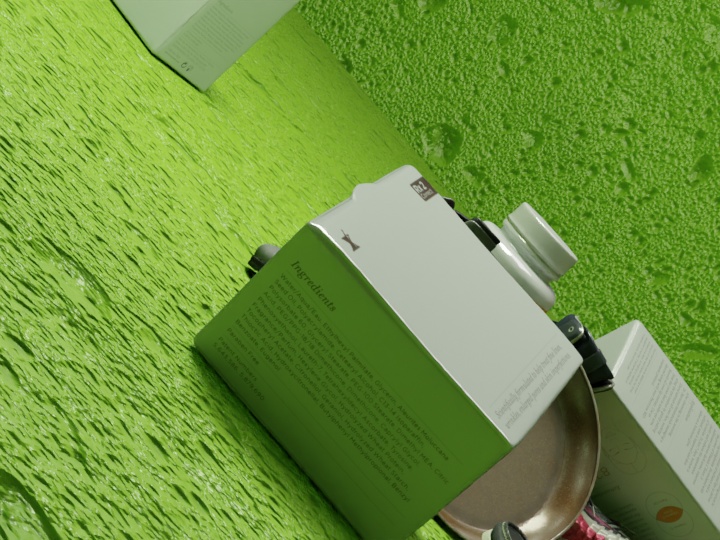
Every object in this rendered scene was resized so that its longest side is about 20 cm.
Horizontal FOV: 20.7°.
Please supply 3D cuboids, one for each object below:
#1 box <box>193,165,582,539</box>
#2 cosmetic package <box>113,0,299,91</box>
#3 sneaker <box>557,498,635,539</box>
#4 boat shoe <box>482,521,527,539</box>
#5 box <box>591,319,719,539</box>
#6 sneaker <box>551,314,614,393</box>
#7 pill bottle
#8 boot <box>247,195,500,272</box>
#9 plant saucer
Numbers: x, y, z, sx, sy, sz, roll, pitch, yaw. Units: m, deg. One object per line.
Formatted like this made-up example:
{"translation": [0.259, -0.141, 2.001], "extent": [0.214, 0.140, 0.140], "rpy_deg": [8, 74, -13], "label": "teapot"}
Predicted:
{"translation": [0.024, 0.055, 1.363], "extent": [0.200, 0.131, 0.199], "rpy_deg": [48, 25, 3], "label": "box"}
{"translation": [-0.178, -0.348, 2.185], "extent": [0.200, 0.200, 0.123], "rpy_deg": [52, 9, 29], "label": "cosmetic package"}
{"translation": [0.198, 0.233, 1.768], "extent": [0.200, 0.080, 0.075], "rpy_deg": [44, 23, -28], "label": "sneaker"}
{"translation": [0.158, 0.256, 1.478], "extent": [0.072, 0.068, 0.200], "rpy_deg": [38, 11, -42], "label": "boat shoe"}
{"translation": [0.242, 0.175, 1.822], "extent": [0.201, 0.152, 0.107], "rpy_deg": [52, 38, -13], "label": "box"}
{"translation": [0.137, 0.111, 1.681], "extent": [0.077, 0.145, 0.203], "rpy_deg": [61, 27, -20], "label": "sneaker"}
{"translation": [0.112, 0.030, 1.906], "extent": [0.109, 0.200, 0.109], "rpy_deg": [46, 8, -8], "label": "pill bottle"}
{"translation": [0.011, -0.019, 1.687], "extent": [0.199, 0.133, 0.070], "rpy_deg": [21, 7, -22], "label": "boot"}
{"translation": [0.110, 0.129, 1.598], "extent": [0.200, 0.201, 0.032], "rpy_deg": [45, -30, -17], "label": "plant saucer"}
